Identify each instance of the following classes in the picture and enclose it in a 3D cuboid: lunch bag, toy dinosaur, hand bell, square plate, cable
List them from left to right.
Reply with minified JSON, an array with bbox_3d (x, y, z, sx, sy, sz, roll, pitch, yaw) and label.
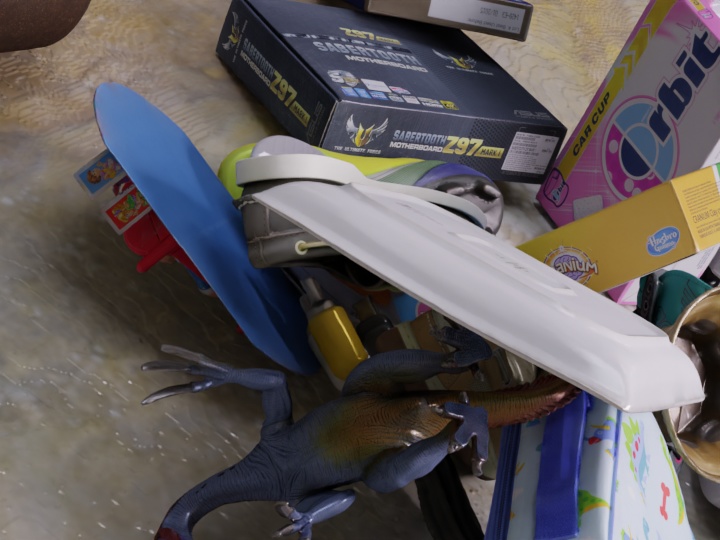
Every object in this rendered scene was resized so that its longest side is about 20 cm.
[{"bbox_3d":[-0.011,0.099,1.021,0.199,0.181,0.106,17,51,-41],"label":"toy dinosaur"},{"bbox_3d":[0.022,0.095,1.180,0.201,0.050,0.097,67,8,26],"label":"cable"},{"bbox_3d":[0.066,0.007,1.018,0.197,0.029,0.200,30,7,17],"label":"square plate"},{"bbox_3d":[0.115,0.153,1.045,0.082,0.162,0.201,-13,30,17],"label":"lunch bag"},{"bbox_3d":[0.133,0.061,1.201,0.104,0.105,0.199,-1,0,-39],"label":"hand bell"}]

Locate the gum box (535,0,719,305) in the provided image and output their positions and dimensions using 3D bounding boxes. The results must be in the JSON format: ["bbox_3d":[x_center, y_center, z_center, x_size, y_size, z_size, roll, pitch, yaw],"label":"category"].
[{"bbox_3d":[0.211,-0.088,1.438,0.066,0.201,0.114,1,41,-37],"label":"gum box"}]

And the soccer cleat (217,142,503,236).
[{"bbox_3d":[-0.005,-0.045,1.356,0.199,0.065,0.084,5,7,-27],"label":"soccer cleat"}]

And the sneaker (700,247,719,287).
[{"bbox_3d":[0.279,-0.010,1.515,0.200,0.067,0.090,44,31,18],"label":"sneaker"}]

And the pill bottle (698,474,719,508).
[{"bbox_3d":[0.314,0.125,1.288,0.199,0.113,0.113,23,31,-11],"label":"pill bottle"}]

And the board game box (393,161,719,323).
[{"bbox_3d":[0.138,-0.011,1.196,0.153,0.199,0.041,-19,86,-51],"label":"board game box"}]

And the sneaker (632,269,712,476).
[{"bbox_3d":[0.183,0.065,1.264,0.083,0.121,0.200,27,31,-1],"label":"sneaker"}]

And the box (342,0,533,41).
[{"bbox_3d":[0.038,-0.206,1.584,0.120,0.033,0.200,9,13,-17],"label":"box"}]

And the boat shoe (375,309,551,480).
[{"bbox_3d":[0.073,0.061,1.145,0.072,0.076,0.200,60,6,18],"label":"boat shoe"}]

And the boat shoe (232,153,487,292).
[{"bbox_3d":[0.003,-0.019,1.192,0.201,0.072,0.061,13,74,-52],"label":"boat shoe"}]

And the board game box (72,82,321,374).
[{"bbox_3d":[-0.097,-0.014,1.206,0.201,0.039,0.158,54,12,-1],"label":"board game box"}]

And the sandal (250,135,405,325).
[{"bbox_3d":[-0.001,0.006,1.276,0.206,0.059,0.080,40,39,-23],"label":"sandal"}]

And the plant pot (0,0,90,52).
[{"bbox_3d":[-0.259,-0.203,1.281,0.199,0.187,0.187,15,30,-48],"label":"plant pot"}]

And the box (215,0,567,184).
[{"bbox_3d":[0.021,-0.125,1.471,0.199,0.051,0.158,5,29,-35],"label":"box"}]
